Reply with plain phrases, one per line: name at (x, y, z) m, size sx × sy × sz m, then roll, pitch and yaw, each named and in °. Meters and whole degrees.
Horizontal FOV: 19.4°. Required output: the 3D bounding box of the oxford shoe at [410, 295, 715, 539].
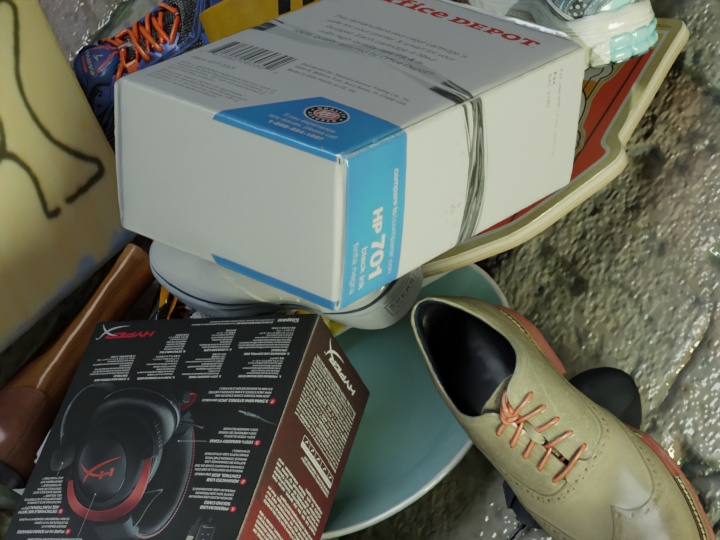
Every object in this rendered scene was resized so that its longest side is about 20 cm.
oxford shoe at (0.089, 0.086, 1.012) m, size 0.071 × 0.075 × 0.200 m, roll -52°, pitch 54°, yaw 9°

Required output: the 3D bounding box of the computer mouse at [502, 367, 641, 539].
computer mouse at (0.071, 0.129, 1.079) m, size 0.200 × 0.034 × 0.059 m, roll -53°, pitch 40°, yaw 6°

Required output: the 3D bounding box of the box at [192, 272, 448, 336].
box at (0.000, 0.000, 1.190) m, size 0.199 × 0.039 × 0.042 m, roll -30°, pitch 41°, yaw 6°

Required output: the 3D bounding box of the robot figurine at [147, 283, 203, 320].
robot figurine at (-0.086, -0.004, 1.292) m, size 0.145 × 0.058 × 0.201 m, roll 143°, pitch 146°, yaw -70°

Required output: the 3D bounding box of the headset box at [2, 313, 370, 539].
headset box at (-0.098, 0.124, 1.105) m, size 0.148 × 0.075 × 0.201 m, roll -4°, pitch 49°, yaw 29°

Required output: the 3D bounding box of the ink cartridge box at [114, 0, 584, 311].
ink cartridge box at (-0.003, -0.069, 1.056) m, size 0.146 × 0.200 × 0.086 m, roll 21°, pitch 121°, yaw 34°

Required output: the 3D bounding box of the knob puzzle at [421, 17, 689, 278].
knob puzzle at (0.061, -0.077, 1.169) m, size 0.218 × 0.031 × 0.221 m, roll -19°, pitch 42°, yaw 18°

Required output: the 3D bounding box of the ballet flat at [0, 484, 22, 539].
ballet flat at (-0.170, 0.210, 1.161) m, size 0.067 × 0.201 × 0.064 m, roll -30°, pitch 7°, yaw -12°

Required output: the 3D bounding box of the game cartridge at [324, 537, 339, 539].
game cartridge at (-0.066, 0.186, 1.133) m, size 0.132 × 0.042 × 0.201 m, roll -14°, pitch 41°, yaw -7°

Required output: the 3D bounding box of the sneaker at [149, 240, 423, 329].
sneaker at (-0.053, -0.018, 1.146) m, size 0.199 × 0.071 × 0.073 m, roll 4°, pitch 56°, yaw 45°

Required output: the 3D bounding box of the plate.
plate at (-0.002, 0.071, 1.172) m, size 0.199 × 0.026 × 0.201 m, roll -19°, pitch 42°, yaw 18°

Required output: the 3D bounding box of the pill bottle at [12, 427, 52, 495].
pill bottle at (-0.192, 0.201, 1.246) m, size 0.112 × 0.112 × 0.201 m, roll 17°, pitch 78°, yaw 50°

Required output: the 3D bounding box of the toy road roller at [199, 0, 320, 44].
toy road roller at (0.000, -0.179, 1.247) m, size 0.199 × 0.147 × 0.123 m, roll -21°, pitch 5°, yaw 8°

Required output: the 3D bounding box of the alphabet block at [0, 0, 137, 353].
alphabet block at (-0.295, -0.060, 1.388) m, size 0.195 × 0.201 × 0.195 m, roll -9°, pitch 25°, yaw 39°

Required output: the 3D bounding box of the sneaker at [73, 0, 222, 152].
sneaker at (-0.152, -0.132, 1.427) m, size 0.200 × 0.078 × 0.076 m, roll -50°, pitch 40°, yaw 30°

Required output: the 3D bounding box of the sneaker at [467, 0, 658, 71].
sneaker at (0.110, -0.180, 1.171) m, size 0.077 × 0.087 × 0.200 m, roll -16°, pitch 25°, yaw -13°

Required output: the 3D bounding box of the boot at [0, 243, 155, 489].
boot at (-0.215, 0.070, 1.380) m, size 0.201 × 0.068 × 0.188 m, roll -59°, pitch 7°, yaw -15°
